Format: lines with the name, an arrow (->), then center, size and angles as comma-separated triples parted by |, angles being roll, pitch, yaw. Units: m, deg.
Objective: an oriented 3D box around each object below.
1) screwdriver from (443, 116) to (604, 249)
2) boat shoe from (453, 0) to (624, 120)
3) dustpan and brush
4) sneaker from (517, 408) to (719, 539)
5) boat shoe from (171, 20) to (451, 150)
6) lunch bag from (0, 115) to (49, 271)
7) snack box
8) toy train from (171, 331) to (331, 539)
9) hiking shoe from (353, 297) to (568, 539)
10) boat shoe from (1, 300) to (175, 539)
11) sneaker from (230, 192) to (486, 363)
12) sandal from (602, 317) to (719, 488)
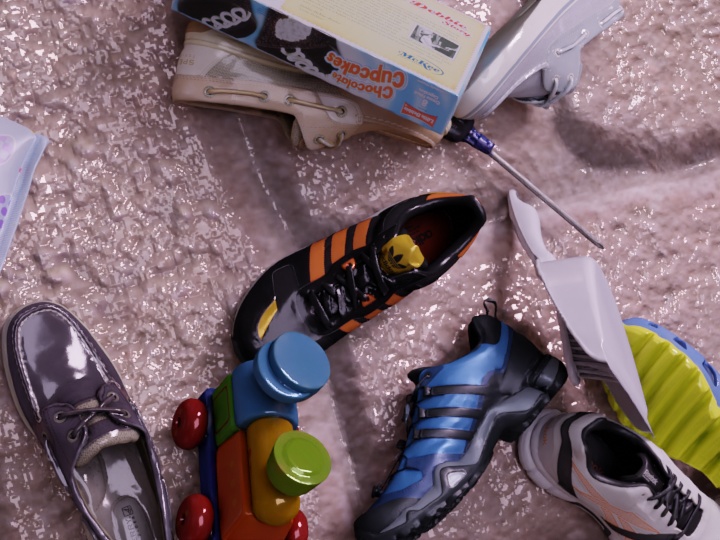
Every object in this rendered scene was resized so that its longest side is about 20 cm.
screwdriver -> 0.112, -0.082, 1.085 | 0.200, 0.028, 0.029 | 34, 78, -11
boat shoe -> 0.140, -0.163, 1.084 | 0.072, 0.070, 0.201 | 49, 55, -9
dustpan and brush -> 0.149, 0.017, 1.038 | 0.057, 0.140, 0.200 | -18, 57, 15
sneaker -> 0.209, 0.168, 1.053 | 0.200, 0.080, 0.074 | 32, 68, -16
boat shoe -> -0.034, -0.115, 1.014 | 0.200, 0.072, 0.065 | 17, 84, -18
lunch bag -> -0.303, -0.013, 0.850 | 0.169, 0.127, 0.200 | 22, 62, -20
snack box -> -0.016, -0.173, 0.989 | 0.200, 0.037, 0.116 | 25, 36, 1
toy train -> -0.056, 0.144, 0.892 | 0.085, 0.116, 0.200 | 13, 50, -26
hiking shoe -> 0.055, 0.114, 1.013 | 0.087, 0.074, 0.200 | 42, 63, 11
boat shoe -> -0.165, 0.109, 0.914 | 0.072, 0.065, 0.200 | -21, 89, -25
sneaker -> 0.000, 0.000, 0.990 | 0.200, 0.090, 0.070 | -33, 93, -25
sandal -> 0.264, 0.110, 1.099 | 0.200, 0.079, 0.087 | 44, 30, -2
